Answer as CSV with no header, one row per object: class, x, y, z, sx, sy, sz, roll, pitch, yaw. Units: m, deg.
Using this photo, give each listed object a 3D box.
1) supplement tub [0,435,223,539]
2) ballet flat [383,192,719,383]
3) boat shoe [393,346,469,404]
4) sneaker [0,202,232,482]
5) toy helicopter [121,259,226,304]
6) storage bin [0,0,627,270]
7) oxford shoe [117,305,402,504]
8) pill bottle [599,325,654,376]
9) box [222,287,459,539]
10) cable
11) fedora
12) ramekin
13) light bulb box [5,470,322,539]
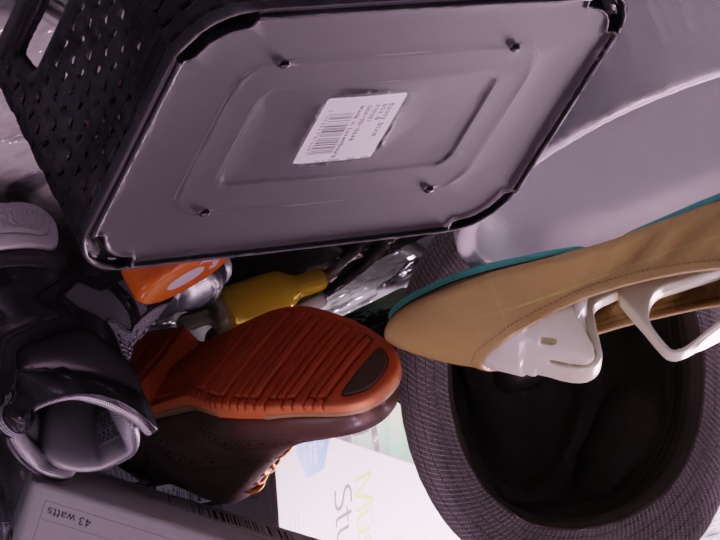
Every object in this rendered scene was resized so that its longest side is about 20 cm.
supplement tub,-0.136,0.112,1.474,0.199,0.123,0.123,-9,158,-31
ballet flat,0.111,0.014,1.257,0.199,0.063,0.069,-19,161,-4
boat shoe,0.082,0.050,1.524,0.200,0.073,0.065,-15,141,-47
sneaker,-0.116,0.034,1.286,0.075,0.114,0.200,-30,163,29
toy helicopter,-0.041,-0.050,1.246,0.132,0.079,0.200,-34,170,9
storage bin,-0.019,-0.084,1.066,0.199,0.094,0.135,-8,145,-36
oxford shoe,-0.048,0.066,1.331,0.200,0.073,0.071,-3,-145,46
pill bottle,0.195,-0.003,1.526,0.199,0.111,0.111,-2,154,-43
box,-0.007,0.100,1.473,0.036,0.145,0.200,3,-166,27
cable,0.000,0.000,1.423,0.199,0.051,0.097,-20,165,-4
fedora,0.090,0.052,1.404,0.176,0.201,0.090,-13,-177,-19
ramekin,0.120,-0.084,1.247,0.200,0.098,0.201,-18,160,-7
light bulb box,-0.087,0.212,1.319,0.197,0.201,0.125,18,180,-5
